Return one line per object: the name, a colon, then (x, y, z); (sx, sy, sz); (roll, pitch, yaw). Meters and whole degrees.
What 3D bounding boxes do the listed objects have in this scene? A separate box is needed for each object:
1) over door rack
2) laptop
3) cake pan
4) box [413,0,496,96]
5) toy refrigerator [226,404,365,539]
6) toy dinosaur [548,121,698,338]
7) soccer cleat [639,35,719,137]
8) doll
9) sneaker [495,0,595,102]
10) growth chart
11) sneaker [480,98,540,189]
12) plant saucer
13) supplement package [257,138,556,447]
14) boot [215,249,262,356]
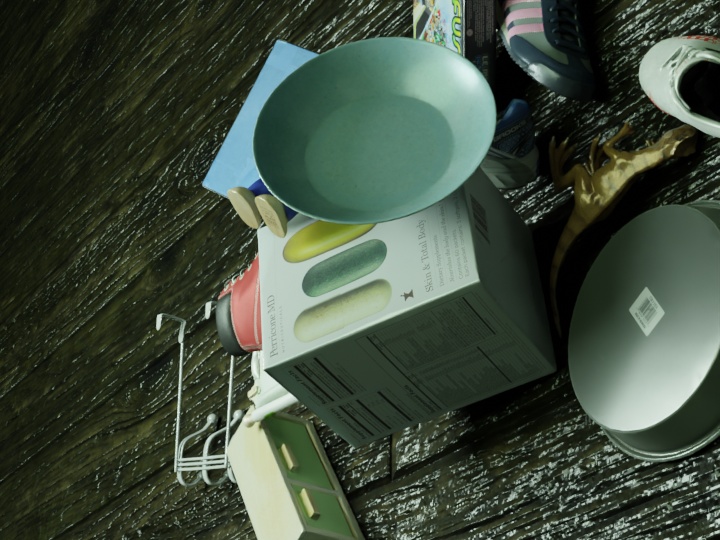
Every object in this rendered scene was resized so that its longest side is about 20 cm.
over door rack: (-0.163, 0.139, 1.636); (0.147, 0.066, 0.203); (-15, 81, 56)
laptop: (-0.076, -0.155, 1.523); (0.189, 0.115, 0.200); (-63, 4, -5)
cake pan: (0.223, 0.039, 1.075); (0.200, 0.036, 0.202); (-38, 42, 45)
box: (0.088, -0.196, 1.366); (0.110, 0.034, 0.202); (-145, 50, -61)
toy refrigerator: (-0.064, 0.219, 1.426); (0.070, 0.075, 0.200); (-59, 30, 19)
toy dinosaur: (0.186, -0.057, 1.173); (0.201, 0.060, 0.107); (-52, 34, 29)
soccer cleat: (0.255, -0.138, 1.076); (0.069, 0.085, 0.200); (-63, 30, 14)
doll: (-0.017, -0.110, 1.240); (0.200, 0.049, 0.136); (-45, 37, -22)
sneaker: (0.169, -0.227, 1.293); (0.082, 0.070, 0.201); (-59, 32, 28)
growth chart: (-0.068, 0.045, 1.425); (0.144, 0.018, 0.202); (-22, 56, 52)
sneaker: (0.064, -0.130, 1.302); (0.077, 0.197, 0.086); (-63, -24, -65)
plant saucer: (0.013, -0.105, 1.171); (0.039, 0.198, 0.203); (73, -167, -51)
supplement package: (0.036, 0.023, 1.222); (0.198, 0.151, 0.153); (-23, 49, 21)
boot: (-0.087, -0.018, 1.401); (0.144, 0.072, 0.202); (-6, 73, 51)
